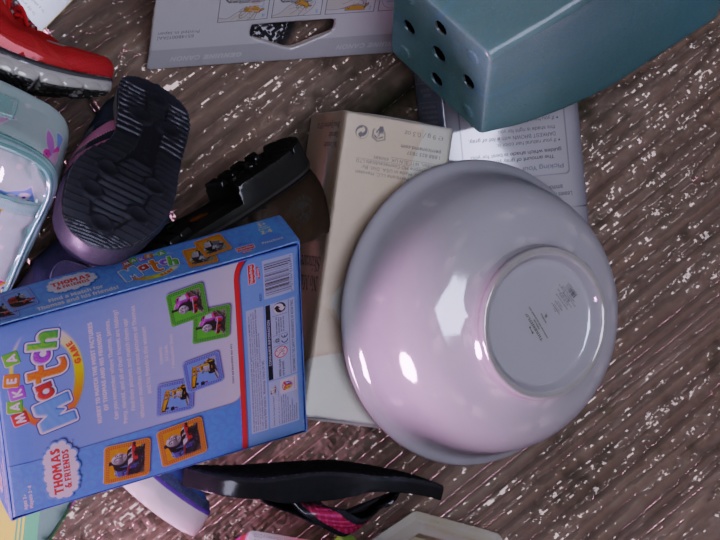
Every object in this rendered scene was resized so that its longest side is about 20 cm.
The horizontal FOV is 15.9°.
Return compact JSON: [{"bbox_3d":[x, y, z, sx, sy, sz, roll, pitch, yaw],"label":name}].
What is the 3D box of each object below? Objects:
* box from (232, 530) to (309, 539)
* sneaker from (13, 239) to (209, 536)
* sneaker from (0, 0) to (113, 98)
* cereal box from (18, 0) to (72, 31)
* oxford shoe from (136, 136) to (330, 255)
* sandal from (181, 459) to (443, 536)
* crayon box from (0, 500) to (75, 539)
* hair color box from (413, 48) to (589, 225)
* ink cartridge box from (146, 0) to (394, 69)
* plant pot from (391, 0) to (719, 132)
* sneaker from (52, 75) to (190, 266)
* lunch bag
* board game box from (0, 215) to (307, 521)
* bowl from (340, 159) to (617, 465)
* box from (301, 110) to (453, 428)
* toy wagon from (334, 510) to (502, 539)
[{"bbox_3d":[0.005,0.233,1.649,0.198,0.103,0.095,11,73,-15],"label":"box"},{"bbox_3d":[-0.133,0.056,1.674,0.146,0.081,0.200,-45,97,-6],"label":"sneaker"},{"bbox_3d":[-0.237,-0.166,1.602,0.199,0.077,0.086,23,81,-20],"label":"sneaker"},{"bbox_3d":[-0.266,-0.191,1.649,0.200,0.039,0.144,-45,105,-10],"label":"cereal box"},{"bbox_3d":[-0.101,0.005,1.617,0.199,0.073,0.085,-33,109,-12],"label":"oxford shoe"},{"bbox_3d":[-0.033,0.150,1.691,0.199,0.075,0.045,3,92,-39],"label":"sandal"},{"bbox_3d":[-0.283,0.117,1.645,0.199,0.058,0.119,34,82,-15],"label":"crayon box"},{"bbox_3d":[0.098,-0.052,1.749,0.098,0.061,0.202,-7,93,-16],"label":"hair color box"},{"bbox_3d":[-0.041,-0.213,1.679,0.198,0.177,0.045,-5,52,-16],"label":"ink cartridge box"},{"bbox_3d":[0.122,-0.194,1.667,0.200,0.142,0.141,-38,67,-21],"label":"plant pot"},{"bbox_3d":[-0.156,-0.042,1.601,0.070,0.200,0.082,32,118,-7],"label":"sneaker"},{"bbox_3d":[-0.287,-0.067,1.585,0.199,0.161,0.077,22,42,-13],"label":"lunch bag"},{"bbox_3d":[-0.131,0.060,1.579,0.199,0.037,0.152,-16,129,-19],"label":"board game box"},{"bbox_3d":[0.094,0.031,1.651,0.200,0.090,0.203,-3,96,-30],"label":"bowl"},{"bbox_3d":[0.000,0.000,1.706,0.077,0.095,0.202,9,88,-16],"label":"box"},{"bbox_3d":[0.041,0.266,1.728,0.154,0.040,0.202,16,73,-13],"label":"toy wagon"}]
